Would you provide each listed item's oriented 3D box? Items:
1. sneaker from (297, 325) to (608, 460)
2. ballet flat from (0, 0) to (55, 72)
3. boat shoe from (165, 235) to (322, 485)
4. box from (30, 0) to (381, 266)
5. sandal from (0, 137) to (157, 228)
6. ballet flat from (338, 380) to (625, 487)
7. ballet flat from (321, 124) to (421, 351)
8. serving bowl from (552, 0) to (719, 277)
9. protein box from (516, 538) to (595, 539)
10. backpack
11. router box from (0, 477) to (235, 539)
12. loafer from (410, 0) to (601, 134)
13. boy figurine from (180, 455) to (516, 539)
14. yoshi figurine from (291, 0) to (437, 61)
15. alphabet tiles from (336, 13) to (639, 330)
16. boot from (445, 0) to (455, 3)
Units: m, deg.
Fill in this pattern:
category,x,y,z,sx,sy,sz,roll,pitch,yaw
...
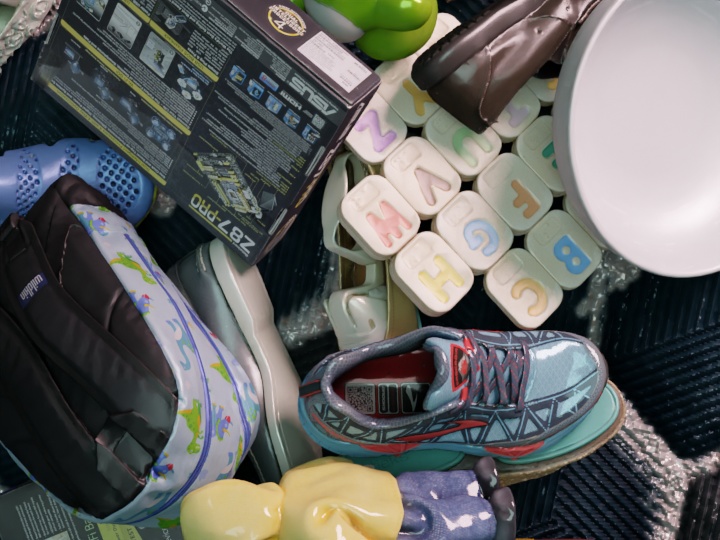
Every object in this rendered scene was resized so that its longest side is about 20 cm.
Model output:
category,x,y,z,sx,sy,sz,roll,pitch,yaw
sneaker,0.061,0.075,0.872,0.197,0.096,0.081,-8,74,-5
ballet flat,-0.262,-0.169,0.968,0.071,0.072,0.201,32,92,3
boat shoe,-0.079,0.079,0.960,0.061,0.073,0.203,-20,86,16
box,-0.103,-0.121,0.903,0.199,0.049,0.162,39,131,4
sandal,-0.236,-0.050,0.957,0.197,0.087,0.081,-5,89,2
ballet flat,0.079,0.119,0.947,0.197,0.066,0.071,-14,60,3
ballet flat,0.000,0.000,0.948,0.068,0.062,0.203,-8,84,49
serving bowl,0.200,-0.100,0.911,0.197,0.066,0.203,-6,104,-25
protein box,0.062,0.285,0.914,0.195,0.135,0.203,0,91,4
backpack,-0.156,0.068,0.890,0.164,0.153,0.200,-52,45,5
router box,-0.142,0.217,0.969,0.155,0.052,0.203,-21,89,5
loafer,0.124,-0.158,0.928,0.199,0.073,0.072,-36,101,-11
boy figurine,-0.007,0.153,0.847,0.197,0.125,0.065,-4,112,-13
yoshi figurine,-0.032,-0.175,0.926,0.198,0.112,0.114,12,121,28
alphabet tiles,0.082,-0.068,0.931,0.200,0.015,0.196,-42,88,-19
boot,0.027,-0.256,0.938,0.198,0.072,0.169,-18,97,19
